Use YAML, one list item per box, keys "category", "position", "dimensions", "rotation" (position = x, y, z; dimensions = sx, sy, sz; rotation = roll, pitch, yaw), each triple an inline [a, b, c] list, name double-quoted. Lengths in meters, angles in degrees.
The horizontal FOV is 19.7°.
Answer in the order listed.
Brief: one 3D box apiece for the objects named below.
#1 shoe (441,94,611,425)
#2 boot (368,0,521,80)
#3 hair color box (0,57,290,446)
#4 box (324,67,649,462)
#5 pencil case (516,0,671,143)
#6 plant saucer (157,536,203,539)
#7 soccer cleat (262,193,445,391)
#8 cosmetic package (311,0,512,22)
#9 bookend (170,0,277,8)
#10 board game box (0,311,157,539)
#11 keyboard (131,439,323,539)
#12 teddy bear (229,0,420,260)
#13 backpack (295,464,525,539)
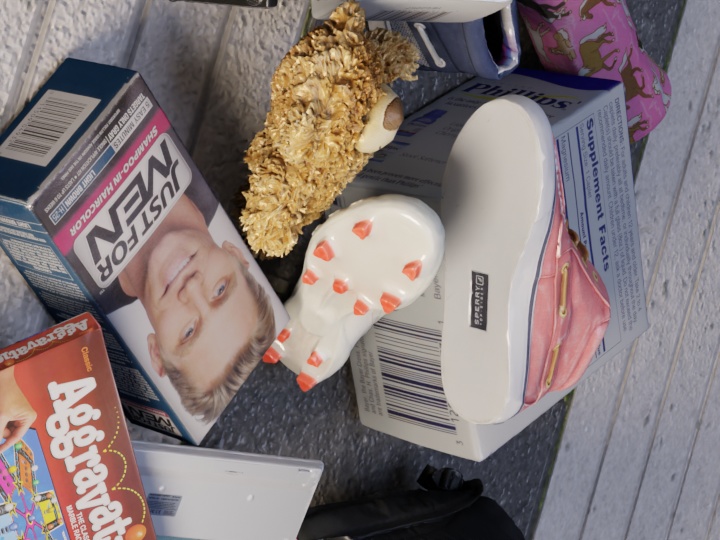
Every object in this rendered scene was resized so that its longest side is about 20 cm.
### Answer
- category: "shoe"
  position: [0.100, -0.011, 1.225]
  dimensions: [0.091, 0.071, 0.201]
  rotation: [-18, 118, -46]
- category: "boot"
  position: [0.043, -0.210, 1.242]
  dimensions: [0.073, 0.090, 0.200]
  rotation: [-42, 130, -35]
- category: "hair color box"
  position: [-0.122, -0.008, 1.122]
  dimensions: [0.100, 0.060, 0.200]
  rotation: [-54, 137, -25]
- category: "box"
  position: [0.085, -0.011, 1.339]
  dimensions: [0.200, 0.105, 0.184]
  rotation: [-32, 123, -40]
- category: "pencil case"
  position: [0.143, -0.174, 1.381]
  dimensions: [0.083, 0.086, 0.200]
  rotation: [-47, 135, -15]
- category: "plant saucer"
  position: [-0.144, 0.132, 1.170]
  dimensions: [0.200, 0.019, 0.070]
  rotation: [30, 77, -51]
- category: "soccer cleat"
  position: [0.000, 0.000, 1.204]
  dimensions: [0.069, 0.200, 0.078]
  rotation: [39, 55, 0]
- category: "cosmetic package"
  position: [0.025, -0.243, 1.162]
  dimensions: [0.101, 0.074, 0.201]
  rotation: [-2, 87, -23]
- category: "bookend"
  position: [-0.055, -0.197, 1.039]
  dimensions: [0.200, 0.198, 0.092]
  rotation: [-21, 114, -47]
- category: "board game box"
  position: [-0.165, 0.122, 1.089]
  dimensions: [0.103, 0.019, 0.200]
  rotation: [-25, 130, -19]
- category: "keyboard"
  position: [-0.108, 0.122, 1.146]
  dimensions: [0.200, 0.011, 0.056]
  rotation: [11, 113, -37]
- category: "teddy bear"
  position: [-0.018, -0.069, 1.163]
  dimensions: [0.145, 0.067, 0.200]
  rotation: [-42, 170, -38]
- category: "backpack"
  position: [0.031, 0.213, 1.298]
  dimensions: [0.200, 0.167, 0.127]
  rotation: [2, 116, -44]
